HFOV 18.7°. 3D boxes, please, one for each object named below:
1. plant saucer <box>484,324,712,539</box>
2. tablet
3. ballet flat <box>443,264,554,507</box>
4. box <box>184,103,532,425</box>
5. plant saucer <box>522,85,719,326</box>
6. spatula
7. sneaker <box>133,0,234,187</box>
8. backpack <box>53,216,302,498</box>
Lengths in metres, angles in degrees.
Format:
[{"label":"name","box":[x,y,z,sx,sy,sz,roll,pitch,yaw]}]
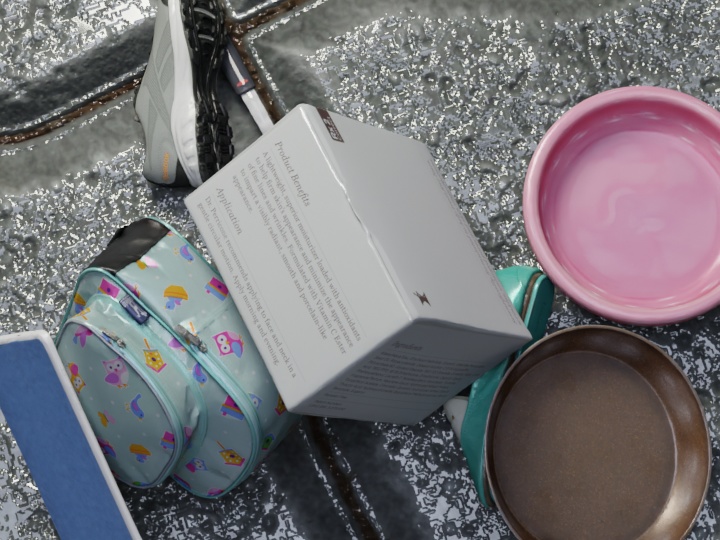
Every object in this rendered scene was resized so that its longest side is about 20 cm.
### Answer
[{"label":"plant saucer","box":[0.183,0.144,1.732,0.200,0.034,0.201,4,80,-21]},{"label":"tablet","box":[-0.234,0.141,1.720,0.014,0.130,0.200,-30,102,-33]},{"label":"ballet flat","box":[0.105,0.092,1.772,0.070,0.067,0.200,6,77,30]},{"label":"box","box":[0.000,0.000,1.694,0.131,0.200,0.199,-37,67,22]},{"label":"plant saucer","box":[0.231,-0.049,1.787,0.200,0.051,0.201,0,75,0]},{"label":"spatula","box":[-0.087,-0.136,1.849,0.056,0.021,0.200,-29,77,-1]},{"label":"sneaker","box":[-0.157,-0.165,1.830,0.079,0.074,0.201,-6,81,27]},{"label":"backpack","box":[-0.146,0.083,1.721,0.200,0.176,0.153,35,49,2]}]
